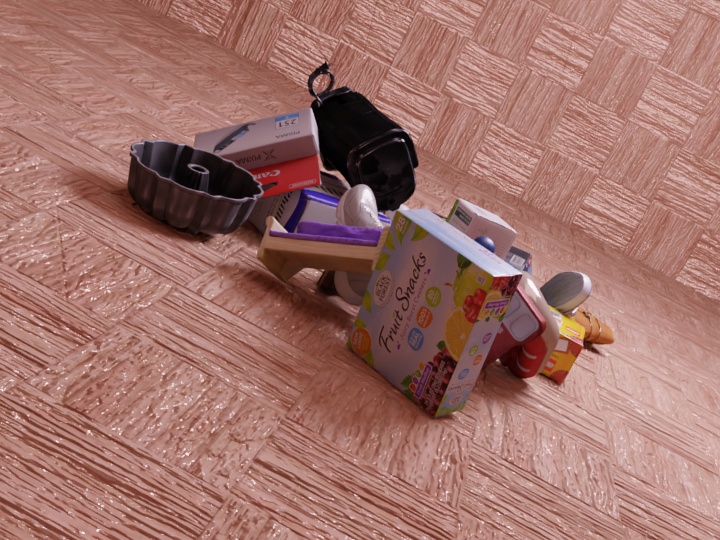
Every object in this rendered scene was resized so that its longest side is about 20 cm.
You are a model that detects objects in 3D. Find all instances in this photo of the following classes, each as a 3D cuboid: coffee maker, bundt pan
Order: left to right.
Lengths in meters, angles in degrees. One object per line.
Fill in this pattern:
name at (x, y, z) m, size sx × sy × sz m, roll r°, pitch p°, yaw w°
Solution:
bundt pan at (-0.246, -0.115, 1.496) m, size 0.201 × 0.076 × 0.202 m, roll 19°, pitch 21°, yaw -8°
coffee maker at (-0.008, -0.212, 1.687) m, size 0.192 × 0.135 × 0.200 m, roll 44°, pitch 3°, yaw -35°

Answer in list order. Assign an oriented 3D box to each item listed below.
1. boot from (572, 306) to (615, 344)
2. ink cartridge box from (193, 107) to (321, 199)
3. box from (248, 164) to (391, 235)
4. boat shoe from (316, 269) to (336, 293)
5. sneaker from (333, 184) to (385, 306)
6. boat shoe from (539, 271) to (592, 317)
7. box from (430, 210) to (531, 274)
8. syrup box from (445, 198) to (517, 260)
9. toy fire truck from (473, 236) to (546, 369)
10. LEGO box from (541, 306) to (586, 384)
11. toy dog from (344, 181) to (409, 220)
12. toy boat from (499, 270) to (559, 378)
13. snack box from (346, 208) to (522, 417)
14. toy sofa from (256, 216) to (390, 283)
boot at (0.412, 0.106, 1.942) m, size 0.154 × 0.074 × 0.200 m, roll 28°, pitch 16°, yaw -13°
ink cartridge box at (-0.164, -0.177, 1.627) m, size 0.199 × 0.045 × 0.177 m, roll -13°, pitch 37°, yaw 4°
box at (-0.081, -0.096, 1.694) m, size 0.183 × 0.105 × 0.200 m, roll 14°, pitch 19°, yaw -40°
boat shoe at (0.000, 0.000, 1.565) m, size 0.067 × 0.072 × 0.200 m, roll 38°, pitch 20°, yaw 13°
sneaker at (0.018, -0.048, 1.484) m, size 0.076 × 0.092 × 0.201 m, roll 27°, pitch 47°, yaw -35°
boat shoe at (0.352, 0.055, 1.826) m, size 0.067 × 0.074 × 0.200 m, roll 23°, pitch -24°, yaw -22°
box at (0.206, -0.019, 1.824) m, size 0.199 × 0.040 × 0.137 m, roll 25°, pitch -24°, yaw 21°
syrup box at (0.145, 0.004, 1.550) m, size 0.081 × 0.201 × 0.079 m, roll 22°, pitch 15°, yaw -24°
toy fire truck at (0.140, 0.042, 1.420) m, size 0.200 × 0.168 × 0.112 m, roll 57°, pitch 23°, yaw 14°
LEGO box at (0.268, 0.091, 1.716) m, size 0.199 × 0.077 × 0.149 m, roll 29°, pitch 14°, yaw 9°
toy dog at (0.007, -0.109, 1.906) m, size 0.132 × 0.096 × 0.200 m, roll 63°, pitch -19°, yaw -2°
toy boat at (0.206, 0.089, 1.515) m, size 0.200 × 0.130 × 0.131 m, roll 92°, pitch -24°, yaw -63°
snack box at (0.086, 0.050, 1.275) m, size 0.068 × 0.201 × 0.169 m, roll -4°, pitch 33°, yaw -47°
toy sofa at (-0.032, -0.034, 1.399) m, size 0.199 × 0.098 × 0.083 m, roll 6°, pitch -22°, yaw 30°
